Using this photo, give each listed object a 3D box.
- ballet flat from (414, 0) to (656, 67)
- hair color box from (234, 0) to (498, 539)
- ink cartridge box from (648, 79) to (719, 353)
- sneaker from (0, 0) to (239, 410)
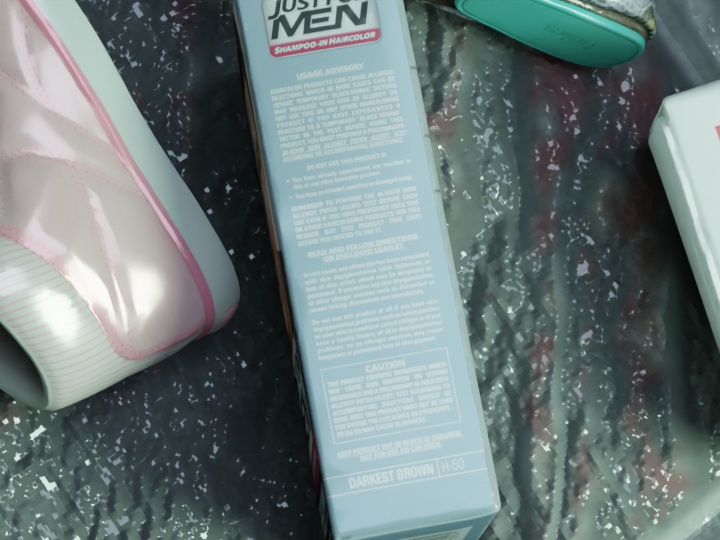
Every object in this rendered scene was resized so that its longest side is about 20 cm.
[{"bbox_3d":[0.034,-0.133,0.936,0.200,0.072,0.072,13,71,-37],"label":"ballet flat"},{"bbox_3d":[0.000,0.000,0.877,0.060,0.099,0.201,-9,78,-4],"label":"hair color box"},{"bbox_3d":[0.228,-0.024,0.942,0.199,0.084,0.145,-18,85,0],"label":"ink cartridge box"},{"bbox_3d":[-0.137,-0.040,0.867,0.105,0.075,0.201,-35,93,-28],"label":"sneaker"}]
